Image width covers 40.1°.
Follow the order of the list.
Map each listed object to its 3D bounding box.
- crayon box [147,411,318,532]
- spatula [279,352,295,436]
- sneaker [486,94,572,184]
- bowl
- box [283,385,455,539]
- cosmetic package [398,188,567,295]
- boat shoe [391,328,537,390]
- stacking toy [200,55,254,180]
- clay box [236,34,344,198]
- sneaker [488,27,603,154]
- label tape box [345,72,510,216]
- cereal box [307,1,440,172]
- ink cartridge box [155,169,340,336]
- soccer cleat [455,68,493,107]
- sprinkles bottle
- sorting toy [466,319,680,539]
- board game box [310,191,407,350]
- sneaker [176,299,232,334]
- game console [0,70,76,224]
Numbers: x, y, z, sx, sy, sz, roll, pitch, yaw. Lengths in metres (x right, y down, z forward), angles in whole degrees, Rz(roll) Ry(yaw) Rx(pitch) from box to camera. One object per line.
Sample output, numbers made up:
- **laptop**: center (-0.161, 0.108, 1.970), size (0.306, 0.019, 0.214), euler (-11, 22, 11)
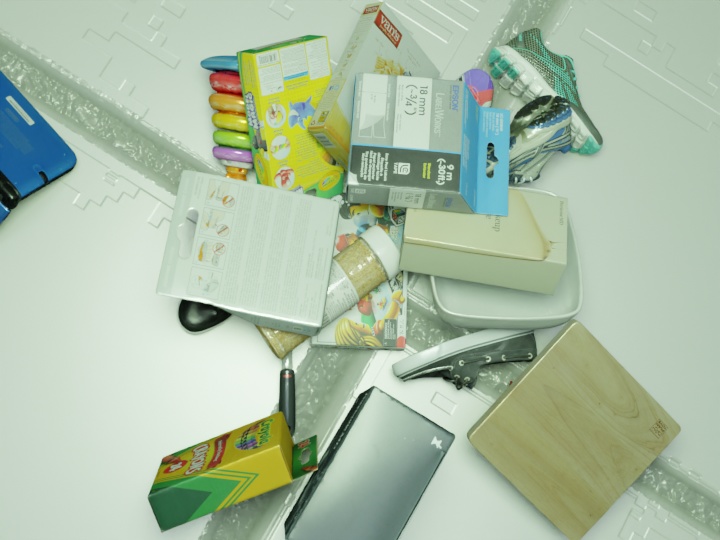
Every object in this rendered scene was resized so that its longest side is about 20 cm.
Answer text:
- **crayon box**: center (-0.149, 0.233, 1.186), size (0.196, 0.127, 0.052), euler (-21, 100, -1)
- **spatula**: center (-0.095, 0.112, 1.270), size (0.055, 0.021, 0.205), euler (1, 82, -7)
- **sneaker**: center (0.196, -0.141, 1.276), size (0.197, 0.077, 0.086), euler (-29, 125, -7)
- **bowl**: center (0.179, -0.008, 1.272), size (0.195, 0.075, 0.203), euler (1, 58, -4)
- **box**: center (0.005, 0.254, 1.175), size (0.116, 0.200, 0.199), euler (31, 79, 0)
- **cosmetic package**: center (0.150, -0.045, 1.207), size (0.195, 0.074, 0.105), euler (8, 56, 1)
- **boat shoe**: center (0.140, 0.120, 1.279), size (0.196, 0.070, 0.068), euler (-15, 81, -15)
- **stacking toy**: center (-0.154, -0.173, 1.285), size (0.114, 0.109, 0.205), euler (4, 97, -38)
- **clay box**: center (-0.084, -0.183, 1.241), size (0.113, 0.047, 0.204), euler (-21, 116, -34)
- **sneaker**: center (0.269, -0.249, 1.343), size (0.091, 0.078, 0.200), euler (-42, 89, -15)
- **label tape box**: center (0.085, -0.150, 1.169), size (0.195, 0.063, 0.147), euler (4, 72, -1)
- **cereal box**: center (0.021, -0.221, 1.274), size (0.144, 0.039, 0.203), euler (41, 64, -40)
- **ink cartridge box**: center (-0.131, -0.021, 1.176), size (0.196, 0.047, 0.163), euler (11, 70, -6)
- **soccer cleat**: center (0.124, -0.201, 1.310), size (0.068, 0.073, 0.201), euler (34, 68, 5)
- **sprinkles bottle**: center (-0.040, 0.026, 1.235), size (0.198, 0.068, 0.069), euler (-36, 86, -10)
- **sorting toy**: center (0.263, 0.197, 1.249), size (0.200, 0.070, 0.199), euler (43, 91, -10)
- **board game box**: center (0.000, 0.000, 1.296), size (0.123, 0.035, 0.205), euler (2, 81, -5)
- **sneaker**: center (-0.156, -0.003, 1.244), size (0.199, 0.112, 0.073), euler (-41, 86, -10)
- **game console**: center (-0.501, -0.147, 1.282), size (0.200, 0.118, 0.170), euler (47, 49, 2)
